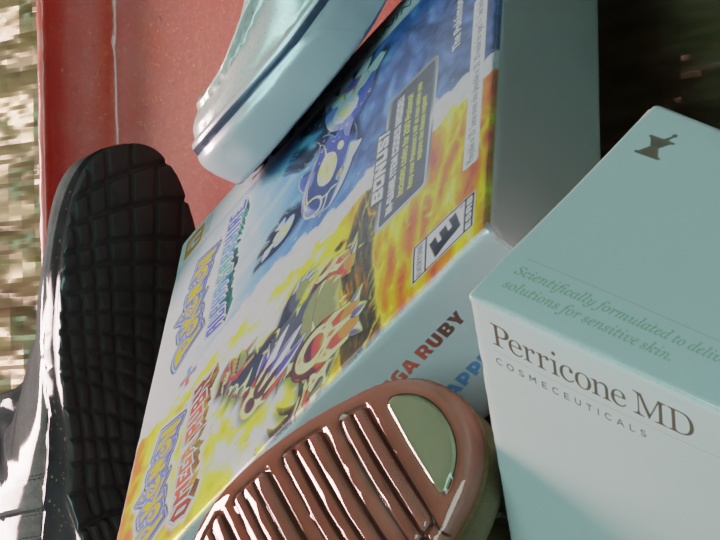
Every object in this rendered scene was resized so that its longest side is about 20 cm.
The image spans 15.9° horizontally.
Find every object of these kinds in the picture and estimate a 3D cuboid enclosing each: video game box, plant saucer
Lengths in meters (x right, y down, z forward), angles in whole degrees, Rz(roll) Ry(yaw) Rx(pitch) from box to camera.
[{"bbox_3d":[0.000,0.000,0.783,0.182,0.047,0.200,-49,19,29],"label":"video game box"},{"bbox_3d":[-0.037,-0.042,0.943,0.199,0.037,0.201,-6,84,41],"label":"plant saucer"}]

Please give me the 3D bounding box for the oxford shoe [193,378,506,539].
[{"bbox_3d":[-0.011,0.106,0.708,0.200,0.074,0.071,-54,46,31],"label":"oxford shoe"}]

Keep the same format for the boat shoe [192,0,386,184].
[{"bbox_3d":[-0.010,-0.126,0.838,0.070,0.071,0.200,32,100,-7],"label":"boat shoe"}]

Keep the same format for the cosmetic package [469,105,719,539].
[{"bbox_3d":[0.103,0.070,0.661,0.107,0.085,0.201,24,144,35],"label":"cosmetic package"}]

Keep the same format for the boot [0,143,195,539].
[{"bbox_3d":[-0.127,0.053,0.950,0.131,0.070,0.201,1,85,44],"label":"boot"}]
